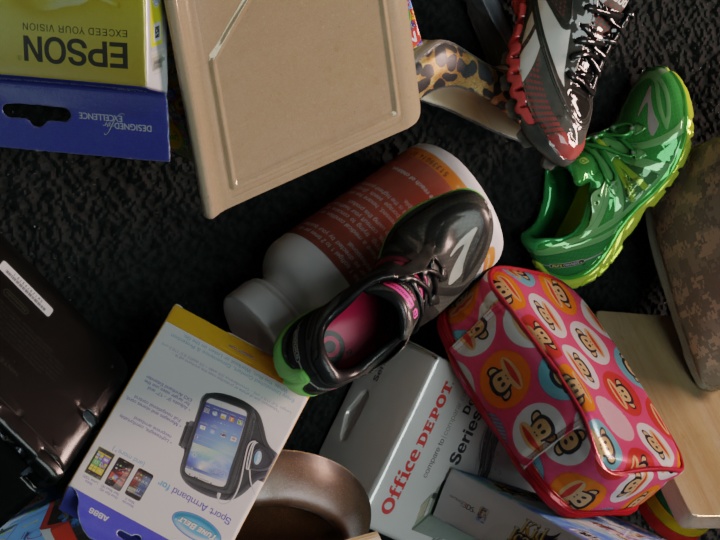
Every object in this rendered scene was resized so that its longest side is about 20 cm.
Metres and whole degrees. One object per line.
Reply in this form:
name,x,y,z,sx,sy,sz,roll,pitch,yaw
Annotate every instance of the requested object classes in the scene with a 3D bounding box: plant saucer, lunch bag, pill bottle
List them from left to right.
plant saucer,-0.085,0.211,1.709,0.199,0.032,0.201,-10,137,-9
pill bottle,0.000,0.000,1.719,0.200,0.112,0.113,-35,120,-21
lunch bag,0.162,0.092,1.770,0.082,0.200,0.176,-42,155,25
lunch bag,0.328,-0.009,1.861,0.117,0.164,0.201,2,74,-33

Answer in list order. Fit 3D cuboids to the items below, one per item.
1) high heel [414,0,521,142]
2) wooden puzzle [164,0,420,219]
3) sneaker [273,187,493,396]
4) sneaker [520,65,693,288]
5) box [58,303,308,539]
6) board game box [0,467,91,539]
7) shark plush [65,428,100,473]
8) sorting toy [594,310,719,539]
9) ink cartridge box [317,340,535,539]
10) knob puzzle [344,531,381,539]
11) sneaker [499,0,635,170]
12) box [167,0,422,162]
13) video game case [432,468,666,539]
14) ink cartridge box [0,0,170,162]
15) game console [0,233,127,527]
high heel,0.065,-0.115,1.752,0.200,0.071,0.143,-40,116,-29
wooden puzzle,-0.046,-0.152,1.540,0.200,0.037,0.186,-28,126,-31
sneaker,0.029,0.021,1.625,0.200,0.084,0.077,-45,109,-18
sneaker,0.200,-0.081,1.854,0.083,0.074,0.200,36,83,-39
box,-0.123,0.129,1.602,0.119,0.042,0.200,29,53,0
board game box,-0.245,0.239,1.633,0.199,0.037,0.152,-23,117,-5
shark plush,-0.130,0.146,1.725,0.083,0.091,0.200,-49,146,13
sorting toy,0.284,0.139,1.912,0.198,0.201,0.070,5,140,-38
ink cartridge box,0.076,0.155,1.830,0.200,0.084,0.146,27,88,-36
knob puzzle,-0.095,0.266,1.659,0.219,0.220,0.031,-21,69,-28
sneaker,0.159,-0.176,1.737,0.071,0.098,0.201,27,55,-48
box,-0.090,-0.212,1.595,0.200,0.122,0.193,-30,119,-24
video game case,0.186,0.217,1.758,0.199,0.181,0.046,20,91,-37
ink cartridge box,-0.220,-0.172,1.484,0.047,0.197,0.201,-33,126,-67
game console,-0.290,0.073,1.571,0.200,0.116,0.176,46,46,-15
